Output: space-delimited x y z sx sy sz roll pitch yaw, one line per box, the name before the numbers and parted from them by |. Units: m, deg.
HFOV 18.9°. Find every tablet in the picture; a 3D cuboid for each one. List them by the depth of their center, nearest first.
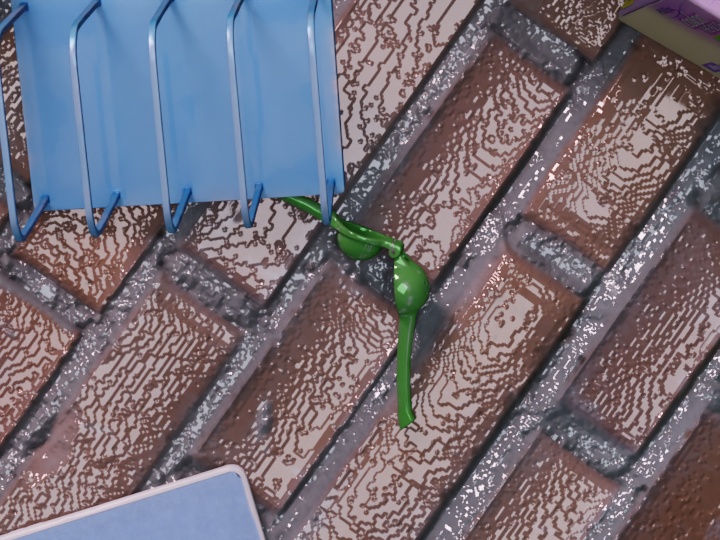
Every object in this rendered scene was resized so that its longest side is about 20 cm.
tablet | -0.153 0.214 1.395 0.199 0.014 0.131 -17 93 -5

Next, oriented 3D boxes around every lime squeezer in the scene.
lime squeezer | 0.000 0.000 1.397 0.071 0.038 0.200 -32 96 29

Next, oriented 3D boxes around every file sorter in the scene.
file sorter | -0.115 -0.096 1.308 0.199 0.123 0.140 -3 106 3

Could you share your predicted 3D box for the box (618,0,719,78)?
box | 0.282 -0.155 1.338 0.199 0.176 0.097 29 90 -5
